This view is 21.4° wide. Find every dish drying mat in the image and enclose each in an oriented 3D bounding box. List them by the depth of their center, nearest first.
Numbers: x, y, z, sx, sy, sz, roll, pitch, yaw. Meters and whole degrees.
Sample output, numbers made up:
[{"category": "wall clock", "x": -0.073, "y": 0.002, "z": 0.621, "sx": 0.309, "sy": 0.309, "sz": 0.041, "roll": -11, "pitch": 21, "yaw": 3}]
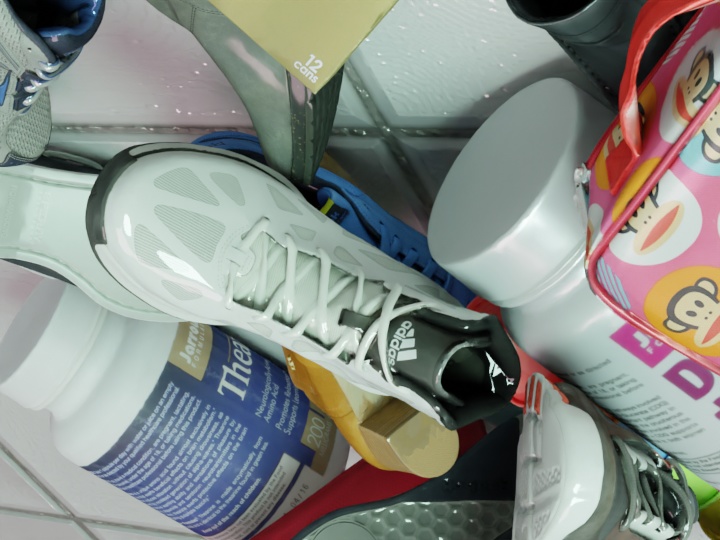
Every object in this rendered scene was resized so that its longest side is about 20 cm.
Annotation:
[{"category": "dish drying mat", "x": -0.011, "y": 0.142, "z": 1.102, "sx": 0.018, "sy": 0.199, "sz": 0.077, "roll": 50, "pitch": 169, "yaw": 33}]

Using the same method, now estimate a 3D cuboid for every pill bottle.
[{"category": "pill bottle", "x": 0.133, "y": 0.011, "z": 0.835, "sx": 0.199, "sy": 0.114, "sz": 0.113, "roll": 34, "pitch": 149, "yaw": -22}, {"category": "pill bottle", "x": -0.112, "y": 0.082, "z": 1.124, "sx": 0.199, "sy": 0.112, "sz": 0.111, "roll": 33, "pitch": 149, "yaw": -21}]

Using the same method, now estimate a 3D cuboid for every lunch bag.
[{"category": "lunch bag", "x": 0.171, "y": -0.046, "z": 0.689, "sx": 0.175, "sy": 0.082, "sz": 0.200, "roll": 27, "pitch": 127, "yaw": -13}]

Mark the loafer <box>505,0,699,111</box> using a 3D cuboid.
[{"category": "loafer", "x": 0.078, "y": -0.113, "z": 0.706, "sx": 0.068, "sy": 0.071, "sz": 0.201, "roll": 0, "pitch": 145, "yaw": 35}]

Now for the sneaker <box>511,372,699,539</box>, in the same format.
[{"category": "sneaker", "x": 0.109, "y": 0.090, "z": 0.825, "sx": 0.081, "sy": 0.078, "sz": 0.200, "roll": 5, "pitch": 172, "yaw": 4}]

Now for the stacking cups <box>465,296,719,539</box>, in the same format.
[{"category": "stacking cups", "x": 0.127, "y": 0.065, "z": 0.924, "sx": 0.199, "sy": 0.061, "sz": 0.060, "roll": 35, "pitch": 149, "yaw": -30}]

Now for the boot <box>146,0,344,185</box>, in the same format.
[{"category": "boot", "x": -0.078, "y": -0.122, "z": 0.792, "sx": 0.129, "sy": 0.068, "sz": 0.201, "roll": 5, "pitch": 140, "yaw": 13}]

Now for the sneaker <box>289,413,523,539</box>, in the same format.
[{"category": "sneaker", "x": 0.032, "y": 0.164, "z": 1.066, "sx": 0.077, "sy": 0.201, "sz": 0.146, "roll": 60, "pitch": 169, "yaw": 17}]

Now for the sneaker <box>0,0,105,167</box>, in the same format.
[{"category": "sneaker", "x": -0.160, "y": -0.108, "z": 0.875, "sx": 0.084, "sy": 0.078, "sz": 0.200, "roll": 11, "pitch": 150, "yaw": 9}]

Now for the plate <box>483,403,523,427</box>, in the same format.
[{"category": "plate", "x": 0.116, "y": 0.044, "z": 0.997, "sx": 0.199, "sy": 0.026, "sz": 0.201, "roll": 16, "pitch": 152, "yaw": 9}]

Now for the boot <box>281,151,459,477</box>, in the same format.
[{"category": "boot", "x": -0.024, "y": 0.019, "z": 1.002, "sx": 0.202, "sy": 0.071, "sz": 0.144, "roll": 62, "pitch": 165, "yaw": -15}]

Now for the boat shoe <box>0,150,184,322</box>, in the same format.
[{"category": "boat shoe", "x": -0.157, "y": -0.029, "z": 1.022, "sx": 0.199, "sy": 0.076, "sz": 0.060, "roll": 22, "pitch": -169, "yaw": -20}]

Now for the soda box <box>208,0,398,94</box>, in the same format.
[{"category": "soda box", "x": -0.064, "y": -0.159, "z": 0.665, "sx": 0.200, "sy": 0.068, "sz": 0.064, "roll": 41, "pitch": 119, "yaw": -7}]

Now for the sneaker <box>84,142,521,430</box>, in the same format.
[{"category": "sneaker", "x": -0.010, "y": 0.006, "z": 0.785, "sx": 0.200, "sy": 0.076, "sz": 0.115, "roll": 26, "pitch": 174, "yaw": -33}]

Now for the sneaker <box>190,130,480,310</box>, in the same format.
[{"category": "sneaker", "x": 0.000, "y": 0.000, "z": 0.889, "sx": 0.199, "sy": 0.066, "sz": 0.078, "roll": 30, "pitch": 171, "yaw": -13}]
